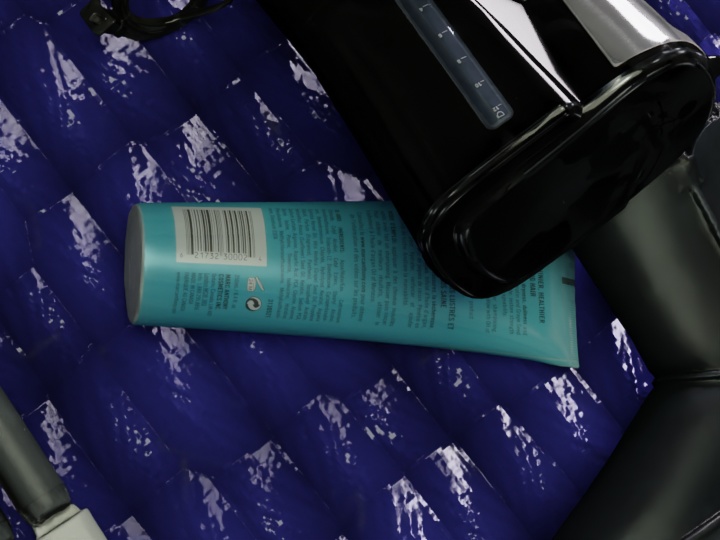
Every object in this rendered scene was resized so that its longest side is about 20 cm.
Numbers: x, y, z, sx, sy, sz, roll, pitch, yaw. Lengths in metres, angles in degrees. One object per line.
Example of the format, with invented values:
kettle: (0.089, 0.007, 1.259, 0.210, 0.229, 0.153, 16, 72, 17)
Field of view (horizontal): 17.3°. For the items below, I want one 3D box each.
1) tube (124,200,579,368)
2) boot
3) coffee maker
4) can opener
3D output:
tube: (0.000, 0.000, 1.012, 0.198, 0.050, 0.078, 2, 84, -14)
boot: (0.121, 0.037, 1.006, 0.199, 0.076, 0.169, -31, 89, -18)
coffee maker: (0.020, -0.091, 0.968, 0.192, 0.134, 0.201, -45, 62, 26)
can opener: (-0.144, 0.092, 0.960, 0.053, 0.067, 0.201, -33, 87, -13)
